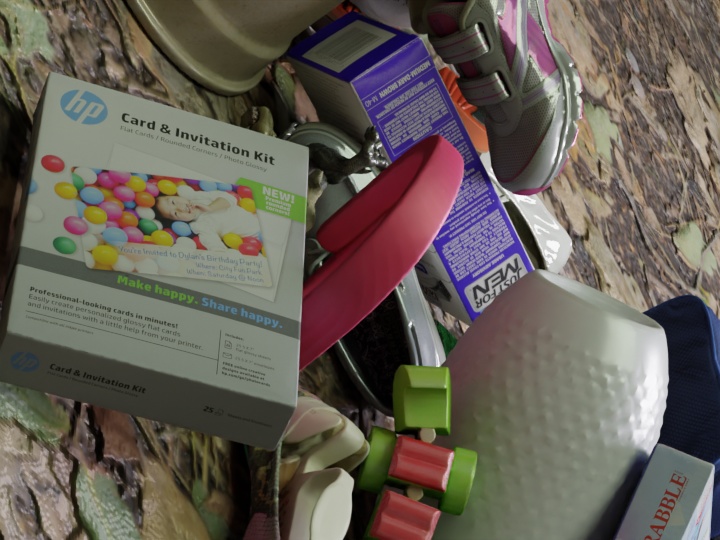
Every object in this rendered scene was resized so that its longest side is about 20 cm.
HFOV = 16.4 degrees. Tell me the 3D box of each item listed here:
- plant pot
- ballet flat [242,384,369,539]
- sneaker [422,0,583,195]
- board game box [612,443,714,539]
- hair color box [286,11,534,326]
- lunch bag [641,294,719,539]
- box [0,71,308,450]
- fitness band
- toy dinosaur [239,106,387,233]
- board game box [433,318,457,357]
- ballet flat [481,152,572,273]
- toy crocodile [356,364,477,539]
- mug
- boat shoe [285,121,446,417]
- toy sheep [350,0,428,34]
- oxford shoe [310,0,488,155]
[{"bbox_3d":[-0.046,-0.241,1.598,0.200,0.183,0.201,46,31,-38],"label":"plant pot"},{"bbox_3d":[-0.031,0.124,1.421,0.069,0.071,0.200,38,33,-27],"label":"ballet flat"},{"bbox_3d":[0.083,-0.146,1.627,0.088,0.081,0.201,-6,84,-32],"label":"sneaker"},{"bbox_3d":[0.162,0.228,1.546,0.201,0.041,0.200,-63,165,-16],"label":"board game box"},{"bbox_3d":[0.036,-0.068,1.672,0.109,0.065,0.200,32,-28,61],"label":"hair color box"},{"bbox_3d":[0.252,0.140,1.923,0.132,0.136,0.201,44,32,-40],"label":"lunch bag"},{"bbox_3d":[-0.107,-0.008,1.327,0.155,0.041,0.200,16,42,-13],"label":"box"},{"bbox_3d":[-0.008,0.001,1.414,0.037,0.200,0.144,41,44,-8],"label":"fitness band"},{"bbox_3d":[-0.028,-0.060,1.527,0.200,0.088,0.048,-115,-176,-68],"label":"toy dinosaur"},{"bbox_3d":[0.075,0.139,1.697,0.105,0.023,0.201,42,33,-39],"label":"board game box"},{"bbox_3d":[0.097,-0.048,1.878,0.200,0.069,0.070,47,30,-38],"label":"ballet flat"},{"bbox_3d":[0.022,0.153,1.437,0.062,0.067,0.201,112,-6,-79],"label":"toy crocodile"},{"bbox_3d":[0.103,0.089,1.561,0.147,0.176,0.200,21,9,-22],"label":"mug"},{"bbox_3d":[-0.001,0.001,1.603,0.201,0.070,0.072,67,15,-6],"label":"boat shoe"},{"bbox_3d":[0.039,-0.230,1.721,0.138,0.138,0.200,48,19,-34],"label":"toy sheep"},{"bbox_3d":[0.006,-0.138,1.764,0.200,0.073,0.071,43,23,-3],"label":"oxford shoe"}]
